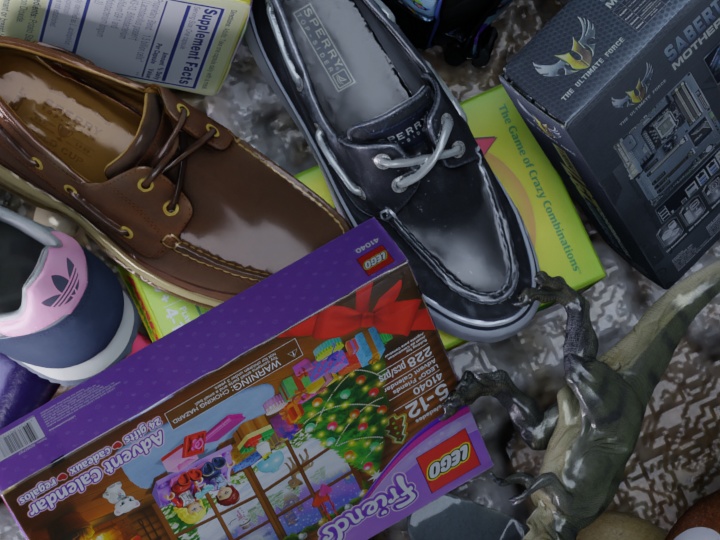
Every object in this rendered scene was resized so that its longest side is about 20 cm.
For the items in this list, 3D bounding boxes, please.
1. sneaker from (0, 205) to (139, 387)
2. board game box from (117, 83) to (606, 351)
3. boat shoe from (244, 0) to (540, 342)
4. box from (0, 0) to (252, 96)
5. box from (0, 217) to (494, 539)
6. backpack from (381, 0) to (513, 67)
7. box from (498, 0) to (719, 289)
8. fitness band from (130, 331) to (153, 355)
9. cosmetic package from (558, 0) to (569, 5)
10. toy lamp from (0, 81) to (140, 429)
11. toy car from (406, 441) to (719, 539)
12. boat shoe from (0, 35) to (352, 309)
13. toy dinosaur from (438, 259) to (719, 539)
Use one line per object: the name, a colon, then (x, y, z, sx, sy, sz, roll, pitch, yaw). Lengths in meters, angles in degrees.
sneaker: (-0.192, -0.014, 1.279, 0.199, 0.082, 0.070, 16, 70, 23)
board game box: (0.000, 0.000, 1.355, 0.199, 0.048, 0.102, -24, 85, -10)
boat shoe: (0.017, -0.058, 1.307, 0.072, 0.068, 0.200, -30, 86, -11)
box: (-0.141, -0.194, 1.325, 0.199, 0.097, 0.177, 12, 67, -9)
box: (-0.051, 0.081, 1.290, 0.199, 0.137, 0.039, -30, 42, -6)
backpack: (0.053, -0.199, 1.311, 0.134, 0.200, 0.183, 41, 86, 3)
box: (0.169, -0.106, 1.326, 0.200, 0.158, 0.051, -46, 55, -4)
fitness band: (-0.158, 0.111, 1.365, 0.200, 0.037, 0.144, -41, 83, -5)
cosmetic package: (0.177, -0.190, 1.370, 0.051, 0.083, 0.200, 43, 86, 4)
toy lamp: (-0.141, -0.011, 1.343, 0.058, 0.058, 0.201, 20, 70, 2)
toy car: (0.115, 0.150, 1.314, 0.199, 0.158, 0.165, 0, 72, 12)
boat shoe: (-0.092, -0.042, 1.293, 0.199, 0.068, 0.072, 27, 70, 4)
toy dinosaur: (0.092, 0.053, 1.279, 0.088, 0.047, 0.200, 33, 78, -3)
